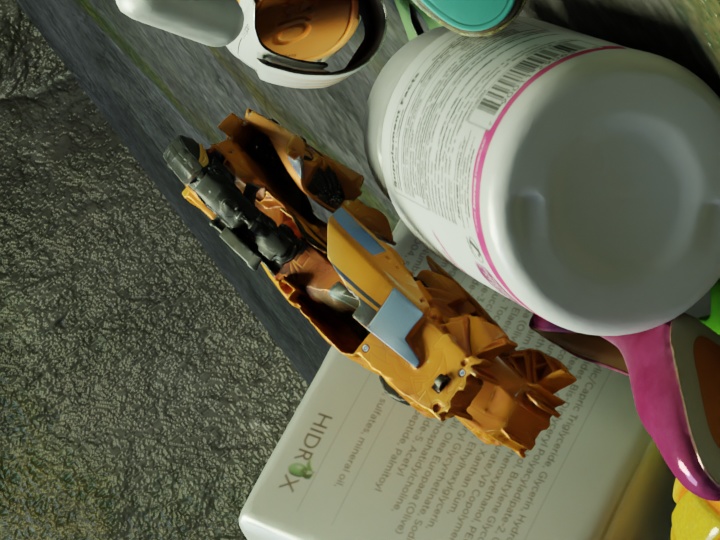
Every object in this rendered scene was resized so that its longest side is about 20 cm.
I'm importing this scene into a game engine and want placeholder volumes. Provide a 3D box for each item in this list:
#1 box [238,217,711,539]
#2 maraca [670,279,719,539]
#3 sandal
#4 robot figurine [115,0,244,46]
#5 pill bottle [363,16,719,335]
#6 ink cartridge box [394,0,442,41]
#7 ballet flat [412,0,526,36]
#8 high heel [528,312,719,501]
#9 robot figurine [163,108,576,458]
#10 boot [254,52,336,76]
[{"bbox_3d":[0.077,0.109,1.372,0.171,0.201,0.199,20,157,24],"label":"box"},{"bbox_3d":[0.186,0.096,1.218,0.137,0.106,0.201,179,78,-68],"label":"maraca"},{"bbox_3d":[-0.024,-0.126,1.414,0.207,0.079,0.060,104,146,-74],"label":"sandal"},{"bbox_3d":[-0.061,-0.182,1.203,0.113,0.171,0.199,23,-169,40],"label":"robot figurine"},{"bbox_3d":[0.074,-0.047,1.185,0.114,0.113,0.200,55,173,-19],"label":"pill bottle"},{"bbox_3d":[0.061,-0.063,1.452,0.200,0.048,0.146,47,170,29],"label":"ink cartridge box"},{"bbox_3d":[0.010,-0.190,1.152,0.200,0.071,0.071,55,172,-17],"label":"ballet flat"},{"bbox_3d":[0.112,0.047,1.172,0.067,0.096,0.201,39,-155,-27],"label":"high heel"},{"bbox_3d":[0.000,0.000,1.252,0.200,0.058,0.145,43,-173,27],"label":"robot figurine"},{"bbox_3d":[-0.081,-0.192,1.659,0.151,0.073,0.200,55,167,-17],"label":"boot"}]
